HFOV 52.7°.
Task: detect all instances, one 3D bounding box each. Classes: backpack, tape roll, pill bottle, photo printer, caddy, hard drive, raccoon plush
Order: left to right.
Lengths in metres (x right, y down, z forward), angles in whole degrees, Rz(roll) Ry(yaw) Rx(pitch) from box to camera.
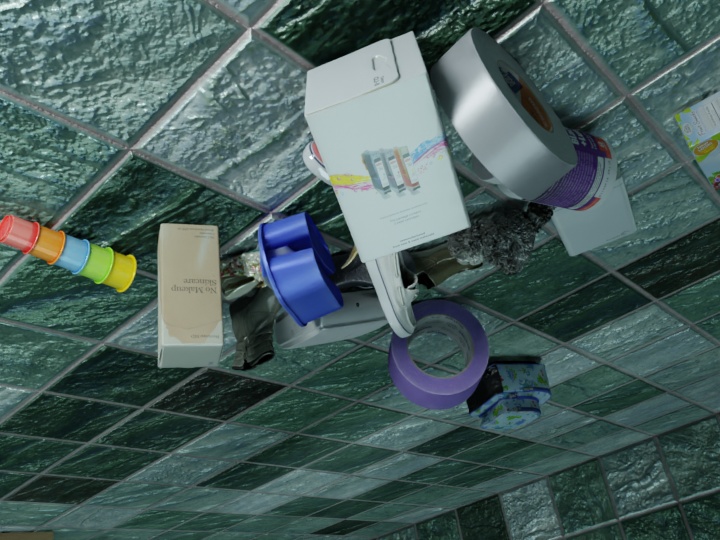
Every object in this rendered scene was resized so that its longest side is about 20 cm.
[{"bbox_3d":[-0.102,0.002,1.144,0.103,0.144,0.201,-20,149,5],"label":"caddy"},{"bbox_3d":[-0.038,0.088,1.336,0.197,0.071,0.165,-6,166,-39],"label":"photo printer"},{"bbox_3d":[0.154,0.168,1.455,0.195,0.204,0.086,-7,151,-7],"label":"tape roll"},{"bbox_3d":[0.225,-0.086,1.206,0.131,0.097,0.203,17,112,-20],"label":"raccoon plush"},{"bbox_3d":[0.171,-0.184,0.856,0.066,0.204,0.198,-38,142,29],"label":"tape roll"},{"bbox_3d":[0.385,0.322,1.858,0.195,0.150,0.184,-2,152,-21],"label":"backpack"},{"bbox_3d":[0.259,-0.153,1.036,0.196,0.114,0.112,7,146,-29],"label":"pill bottle"},{"bbox_3d":[0.405,-0.097,1.270,0.130,0.027,0.200,-22,149,18],"label":"hard drive"}]

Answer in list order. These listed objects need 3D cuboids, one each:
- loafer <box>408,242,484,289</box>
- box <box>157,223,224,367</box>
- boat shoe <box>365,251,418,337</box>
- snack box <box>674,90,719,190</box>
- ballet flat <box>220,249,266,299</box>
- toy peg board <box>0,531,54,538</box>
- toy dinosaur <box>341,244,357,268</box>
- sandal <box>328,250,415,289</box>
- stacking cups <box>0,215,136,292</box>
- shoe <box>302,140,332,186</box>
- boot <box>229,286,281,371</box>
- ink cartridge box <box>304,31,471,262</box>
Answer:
[{"bbox_3d":[0.134,0.002,1.297,0.195,0.071,0.076,-12,151,1],"label":"loafer"},{"bbox_3d":[-0.256,0.037,1.086,0.093,0.204,0.078,1,149,-20],"label":"box"},{"bbox_3d":[0.064,0.025,1.172,0.064,0.073,0.203,-13,122,15],"label":"boat shoe"},{"bbox_3d":[0.593,-0.222,1.082,0.198,0.069,0.167,-30,146,27],"label":"snack box"},{"bbox_3d":[-0.237,0.022,1.207,0.196,0.065,0.076,-19,151,14],"label":"ballet flat"},{"bbox_3d":[-1.134,0.970,2.394,0.197,0.204,0.097,12,159,-35],"label":"toy peg board"},{"bbox_3d":[0.024,-0.080,1.154,0.098,0.059,0.202,9,141,-4],"label":"toy dinosaur"},{"bbox_3d":[0.000,-0.001,1.253,0.195,0.078,0.043,-6,159,11],"label":"sandal"},{"bbox_3d":[-0.427,-0.024,1.064,0.060,0.062,0.198,-29,146,29],"label":"stacking cups"},{"bbox_3d":[0.020,-0.158,0.993,0.197,0.073,0.091,11,140,-38],"label":"shoe"},{"bbox_3d":[-0.162,0.094,1.288,0.067,0.133,0.199,17,140,-41],"label":"boot"},{"bbox_3d":[0.031,-0.147,0.862,0.141,0.147,0.203,-16,123,8],"label":"ink cartridge box"}]
